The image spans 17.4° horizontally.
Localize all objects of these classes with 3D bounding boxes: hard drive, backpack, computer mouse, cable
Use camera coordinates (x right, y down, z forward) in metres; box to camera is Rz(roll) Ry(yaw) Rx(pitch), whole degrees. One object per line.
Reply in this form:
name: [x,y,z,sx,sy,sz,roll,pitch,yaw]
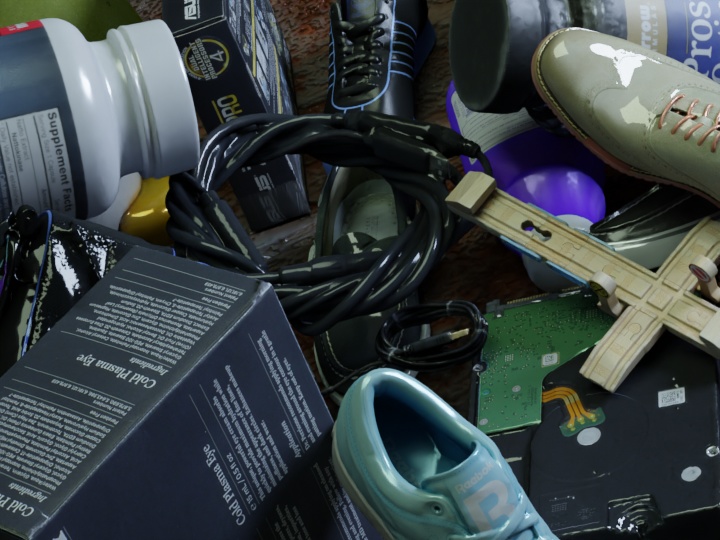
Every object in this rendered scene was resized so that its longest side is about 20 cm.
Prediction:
hard drive: [0.126,0.079,1.255,0.139,0.038,0.200,-13,37,15]
backpack: [-0.173,0.087,1.313,0.183,0.134,0.200,-35,43,59]
computer mouse: [-0.020,0.061,1.325,0.200,0.034,0.059,-26,52,21]
cable: [-0.031,-0.031,1.379,0.200,0.051,0.163,14,54,27]

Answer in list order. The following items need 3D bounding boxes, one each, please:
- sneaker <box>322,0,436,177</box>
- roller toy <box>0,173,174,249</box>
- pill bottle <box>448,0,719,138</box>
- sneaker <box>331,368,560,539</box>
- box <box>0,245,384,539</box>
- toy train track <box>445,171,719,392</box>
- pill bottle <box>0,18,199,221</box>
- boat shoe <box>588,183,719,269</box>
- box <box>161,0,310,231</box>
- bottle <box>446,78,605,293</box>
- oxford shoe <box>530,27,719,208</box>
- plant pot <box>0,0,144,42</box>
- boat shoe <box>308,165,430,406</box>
sneaker: [0.003,-0.139,1.574,0.070,0.078,0.200,-10,37,18]
roller toy: [-0.224,-0.030,1.511,0.200,0.140,0.182,-32,30,-27]
pill bottle: [0.159,-0.132,1.378,0.200,0.112,0.112,0,29,-22]
sneaker: [0.056,0.127,1.134,0.074,0.082,0.200,-41,70,-20]
box: [-0.103,0.125,1.187,0.104,0.200,0.182,14,49,39]
toy train track: [0.125,-0.008,1.266,0.200,0.033,0.115,30,71,33]
pill bottle: [-0.200,-0.080,1.354,0.200,0.120,0.120,-14,33,-13]
boat shoe: [0.207,-0.058,1.330,0.200,0.066,0.070,-22,12,-13]
box: [-0.084,-0.148,1.565,0.049,0.161,0.200,-19,37,8]
bottle: [0.106,-0.061,1.425,0.083,0.065,0.200,-22,35,6]
oxford shoe: [0.185,-0.077,1.264,0.200,0.074,0.071,30,77,3]
plant pot: [-0.241,-0.165,1.644,0.187,0.200,0.187,-15,36,12]
boat shoe: [0.000,0.000,1.410,0.075,0.060,0.200,-15,37,9]
